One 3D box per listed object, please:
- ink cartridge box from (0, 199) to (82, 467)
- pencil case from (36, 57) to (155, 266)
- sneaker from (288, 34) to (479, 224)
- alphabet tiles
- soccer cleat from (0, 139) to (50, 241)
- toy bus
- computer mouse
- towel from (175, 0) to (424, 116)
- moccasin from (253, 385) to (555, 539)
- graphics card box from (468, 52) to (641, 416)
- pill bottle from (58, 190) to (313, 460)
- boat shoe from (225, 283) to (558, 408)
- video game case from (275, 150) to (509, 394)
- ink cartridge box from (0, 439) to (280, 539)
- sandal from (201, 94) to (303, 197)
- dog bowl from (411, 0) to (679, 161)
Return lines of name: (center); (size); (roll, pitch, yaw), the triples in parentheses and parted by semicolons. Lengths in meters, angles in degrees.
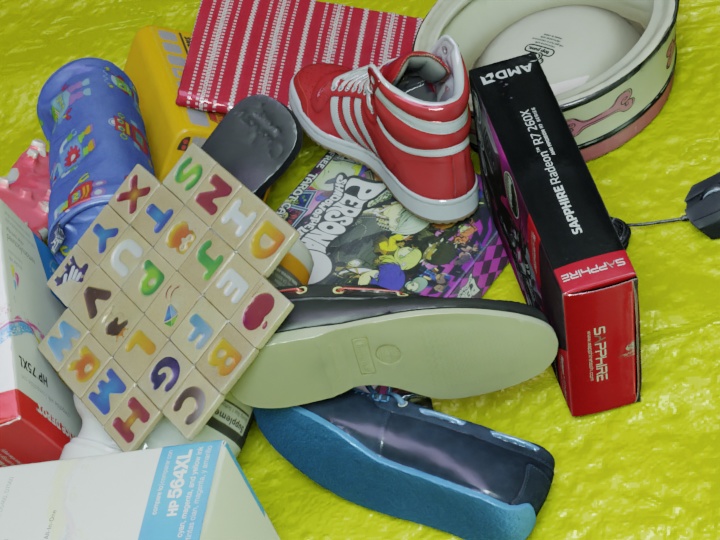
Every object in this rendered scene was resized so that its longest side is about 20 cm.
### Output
ink cartridge box: (-0.234, 0.070, 1.200); (0.067, 0.116, 0.202); (-16, 64, 9)
pencil case: (-0.188, -0.069, 1.309); (0.087, 0.078, 0.201); (-42, 35, 18)
sneaker: (0.014, -0.126, 1.280); (0.071, 0.113, 0.200); (-26, 44, -25)
alphabet tiles: (-0.122, 0.014, 1.129); (0.167, 0.006, 0.200); (-52, 44, 2)
soccer cleat: (-0.255, -0.036, 1.371); (0.066, 0.077, 0.200); (18, 21, -2)
toy bus: (-0.125, -0.109, 1.409); (0.078, 0.065, 0.201); (10, 32, -26)
computer mouse: (0.208, -0.044, 1.224); (0.198, 0.034, 0.059); (-12, 43, 15)
towel: (-0.033, -0.155, 1.406); (0.198, 0.023, 0.145); (10, 45, -2)
moccasin: (0.028, 0.111, 1.132); (0.199, 0.081, 0.068); (23, 53, 24)
graphics card box: (0.121, -0.024, 1.151); (0.050, 0.126, 0.201); (-15, 51, -2)
pill bottle: (-0.116, 0.059, 1.185); (0.116, 0.116, 0.201); (12, 73, 35)
boat shoe: (0.017, 0.037, 1.104); (0.199, 0.074, 0.063); (-4, 41, 2)
video game case: (0.000, 0.000, 1.280); (0.180, 0.036, 0.200); (18, 57, 37)
ink cartridge box: (-0.159, 0.195, 1.082); (0.198, 0.129, 0.126); (-7, 44, 18)
sandal: (-0.118, -0.039, 1.306); (0.076, 0.043, 0.201); (33, 95, 13)
dog bowl: (0.142, -0.155, 1.344); (0.198, 0.074, 0.201); (-13, 43, 13)
